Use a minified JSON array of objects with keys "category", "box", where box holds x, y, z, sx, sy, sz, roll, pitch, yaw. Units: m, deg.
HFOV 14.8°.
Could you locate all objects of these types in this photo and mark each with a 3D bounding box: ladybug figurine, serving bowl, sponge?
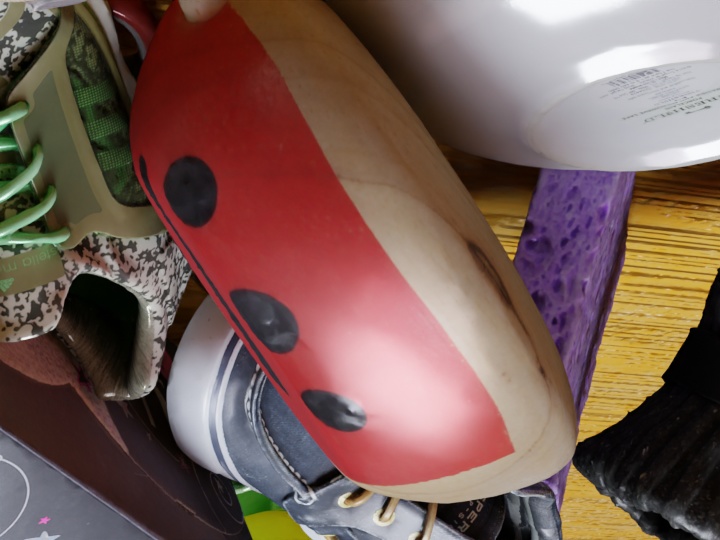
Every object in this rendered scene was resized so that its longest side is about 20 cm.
[{"category":"ladybug figurine","box":[-0.007,-0.005,0.811,0.072,0.136,0.200,-37,119,-7]},{"category":"serving bowl","box":[0.086,-0.075,0.806,0.199,0.066,0.200,-5,161,-2]},{"category":"sponge","box":[0.073,0.013,0.991,0.030,0.112,0.200,15,164,7]}]

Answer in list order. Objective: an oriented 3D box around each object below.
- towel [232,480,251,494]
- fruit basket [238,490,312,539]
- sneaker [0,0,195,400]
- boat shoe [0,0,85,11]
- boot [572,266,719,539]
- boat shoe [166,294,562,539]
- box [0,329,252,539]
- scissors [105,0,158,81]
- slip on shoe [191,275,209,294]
[{"category":"towel","box":[-0.102,0.065,1.129,0.199,0.031,0.149,-16,-162,22]},{"category":"fruit basket","box":[-0.040,0.159,1.249,0.155,0.217,0.215,-19,158,35]},{"category":"sneaker","box":[-0.097,-0.027,0.808,0.077,0.089,0.200,-14,146,23]},{"category":"boat shoe","box":[-0.075,-0.103,0.678,0.199,0.075,0.073,-2,173,15]},{"category":"boot","box":[0.147,0.022,0.962,0.158,0.079,0.211,-47,164,-9]},{"category":"boat shoe","box":[0.010,0.063,0.940,0.091,0.071,0.200,23,169,26]},{"category":"box","box":[-0.130,0.059,0.896,0.114,0.133,0.200,-31,144,10]},{"category":"scissors","box":[-0.049,-0.040,0.889,0.073,0.014,0.200,-25,143,31]},{"category":"slip on shoe","box":[0.000,0.000,1.001,0.061,0.075,0.200,-17,155,20]}]
